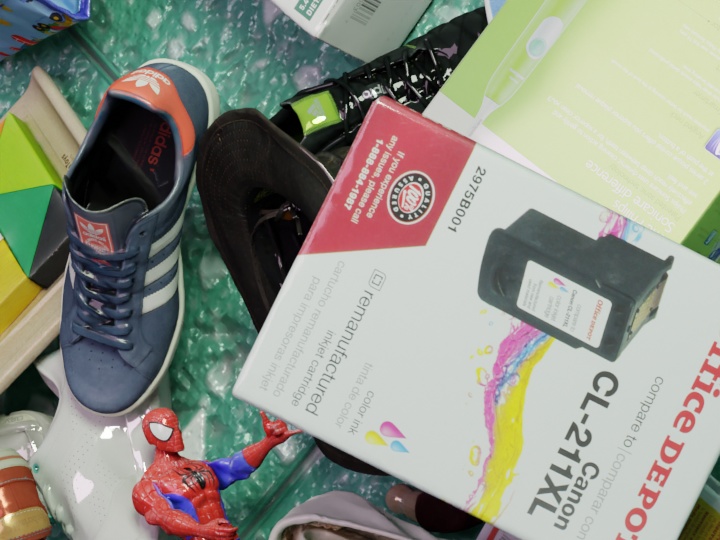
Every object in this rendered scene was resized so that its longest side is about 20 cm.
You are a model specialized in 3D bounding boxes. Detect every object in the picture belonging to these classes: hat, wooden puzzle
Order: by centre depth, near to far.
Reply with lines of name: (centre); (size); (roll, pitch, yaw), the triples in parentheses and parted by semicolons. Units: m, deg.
hat: (0.000, 0.000, 1.105); (0.201, 0.081, 0.201); (44, 148, 37)
wooden puzzle: (-0.225, -0.007, 1.305); (0.200, 0.037, 0.185); (-49, 42, 10)

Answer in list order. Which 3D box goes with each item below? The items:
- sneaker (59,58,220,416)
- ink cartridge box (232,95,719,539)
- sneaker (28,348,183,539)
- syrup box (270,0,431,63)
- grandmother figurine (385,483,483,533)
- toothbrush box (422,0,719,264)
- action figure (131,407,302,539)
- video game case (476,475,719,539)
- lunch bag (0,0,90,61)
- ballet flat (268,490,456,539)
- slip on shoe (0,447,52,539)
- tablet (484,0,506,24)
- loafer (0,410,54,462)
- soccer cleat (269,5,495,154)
sneaker: (-0.132, -0.014, 1.176); (0.075, 0.085, 0.200); (14, 102, 15)
ink cartridge box: (0.066, 0.032, 0.962); (0.200, 0.083, 0.146); (26, 91, 1)
sneaker: (-0.148, 0.134, 1.236); (0.088, 0.075, 0.200); (-7, 66, 3)
syrup box: (-0.048, -0.204, 1.243); (0.200, 0.081, 0.079); (41, 102, 29)
grandmother figurine: (0.047, 0.086, 1.144); (0.200, 0.061, 0.121); (48, 132, 31)
toothbrush box: (0.137, -0.084, 1.059); (0.146, 0.086, 0.200); (39, 96, 23)
action figure: (-0.056, 0.154, 1.161); (0.099, 0.065, 0.200); (-38, 75, 45)
video game case: (0.140, 0.163, 1.027); (0.200, 0.017, 0.143); (41, 118, 29)
lunch bag: (-0.212, -0.241, 1.328); (0.151, 0.094, 0.200); (-11, 64, 59)
ballet flat: (0.036, 0.158, 1.058); (0.200, 0.069, 0.070); (18, 91, 36)
slip on shoe: (-0.220, 0.180, 1.248); (0.061, 0.074, 0.200); (55, 140, 24)
tablet: (0.133, -0.095, 1.117); (0.130, 0.014, 0.200); (-14, 76, 21)
loafer: (-0.256, 0.140, 1.317); (0.200, 0.070, 0.070); (-19, 63, 27)
soccer cleat: (0.008, -0.083, 1.186); (0.200, 0.081, 0.068); (-30, 67, 24)
